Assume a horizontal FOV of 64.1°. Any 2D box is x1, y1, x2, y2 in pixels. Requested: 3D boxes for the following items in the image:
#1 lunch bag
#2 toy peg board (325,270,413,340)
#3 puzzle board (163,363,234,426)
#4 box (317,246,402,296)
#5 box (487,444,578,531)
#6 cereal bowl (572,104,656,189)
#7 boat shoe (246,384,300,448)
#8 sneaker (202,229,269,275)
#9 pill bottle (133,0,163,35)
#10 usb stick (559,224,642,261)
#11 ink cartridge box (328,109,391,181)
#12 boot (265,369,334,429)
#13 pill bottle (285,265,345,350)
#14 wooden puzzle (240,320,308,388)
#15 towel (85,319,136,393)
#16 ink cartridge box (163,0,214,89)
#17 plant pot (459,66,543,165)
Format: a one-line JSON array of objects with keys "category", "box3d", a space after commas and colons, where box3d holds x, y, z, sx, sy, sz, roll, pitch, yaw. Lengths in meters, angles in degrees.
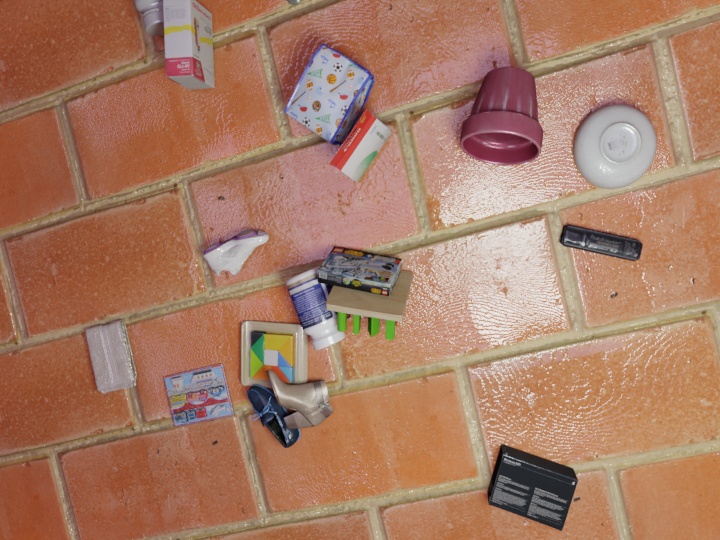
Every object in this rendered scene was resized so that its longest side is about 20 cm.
[{"category": "lunch bag", "box3d": [-0.074, -0.457, 1.496, 0.168, 0.124, 0.203, 32, 107, 7]}, {"category": "toy peg board", "box3d": [0.026, 0.085, 1.504, 0.194, 0.201, 0.100, 8, 123, 9]}, {"category": "puzzle board", "box3d": [-0.478, 0.368, 1.689, 0.195, 0.017, 0.155, -13, 92, 11]}, {"category": "box", "box3d": [0.000, 0.000, 1.502, 0.195, 0.138, 0.041, 11, 123, 14]}, {"category": "box", "box3d": [0.446, 0.563, 1.501, 0.195, 0.079, 0.145, 17, 100, 9]}, {"category": "cereal bowl", "box3d": [0.623, -0.303, 1.397, 0.194, 0.083, 0.206, 1, 95, 9]}, {"category": "boat shoe", "box3d": [-0.249, 0.407, 1.612, 0.199, 0.069, 0.085, 42, 124, 6]}, {"category": "sneaker", "box3d": [-0.338, -0.050, 1.613, 0.195, 0.075, 0.102, -20, 109, 11]}, {"category": "pill bottle", "box3d": [-0.565, -0.759, 1.565, 0.111, 0.114, 0.206, -12, 92, 11]}, {"category": "usb stick", "box3d": [0.603, -0.070, 1.445, 0.195, 0.033, 0.057, 13, 90, 9]}, {"category": "ink cartridge box", "box3d": [0.004, -0.311, 1.451, 0.050, 0.200, 0.162, 37, 100, 5]}, {"category": "boot", "box3d": [-0.162, 0.340, 1.588, 0.143, 0.070, 0.205, -22, 104, -10]}, {"category": "pill bottle", "box3d": [-0.117, 0.102, 1.550, 0.113, 0.116, 0.205, -21, 90, 11]}, {"category": "wooden puzzle", "box3d": [-0.246, 0.242, 1.625, 0.194, 0.037, 0.191, 2, 95, 10]}, {"category": "towel", "box3d": [-0.748, 0.260, 1.722, 0.129, 0.034, 0.206, -13, 92, 11]}, {"category": "ink cartridge box", "box3d": [-0.458, -0.607, 1.541, 0.081, 0.145, 0.206, -1, 95, 9]}, {"category": "plant pot", "box3d": [0.350, -0.379, 1.397, 0.194, 0.200, 0.184, 9, 81, 9]}]
